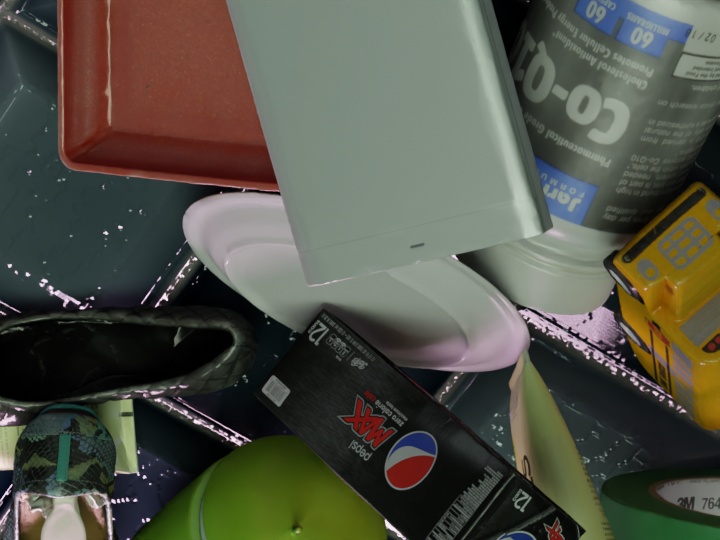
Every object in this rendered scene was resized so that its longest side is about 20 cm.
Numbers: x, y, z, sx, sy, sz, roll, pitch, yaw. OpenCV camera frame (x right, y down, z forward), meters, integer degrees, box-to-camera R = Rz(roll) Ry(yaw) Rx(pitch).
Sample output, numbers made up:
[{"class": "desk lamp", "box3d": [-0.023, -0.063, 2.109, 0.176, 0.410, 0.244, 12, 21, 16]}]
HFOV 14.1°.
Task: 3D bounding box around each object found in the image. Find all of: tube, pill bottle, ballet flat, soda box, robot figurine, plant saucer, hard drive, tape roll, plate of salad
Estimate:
[{"class": "tube", "box3d": [-0.230, 0.088, 1.681, 0.200, 0.052, 0.058, -4, 151, 1]}, {"class": "pill bottle", "box3d": [0.125, -0.083, 1.522, 0.114, 0.114, 0.200, 19, 119, -8]}, {"class": "ballet flat", "box3d": [-0.173, 0.159, 1.670, 0.074, 0.074, 0.200, 3, 141, 1]}, {"class": "soda box", "box3d": [0.028, 0.099, 1.521, 0.063, 0.200, 0.071, -50, 130, 0]}, {"class": "robot figurine", "box3d": [-0.063, 0.168, 1.658, 0.116, 0.175, 0.200, 48, 136, 0]}, {"class": "tube", "box3d": [0.111, 0.145, 1.537, 0.058, 0.052, 0.200, -27, 73, 41]}, {"class": "plant saucer", "box3d": [-0.060, -0.144, 1.491, 0.200, 0.037, 0.200, 6, 105, 21]}, {"class": "ballet flat", "box3d": [-0.158, 0.046, 1.635, 0.200, 0.066, 0.057, -9, 164, 1]}, {"class": "hard drive", "box3d": [0.007, -0.102, 1.440, 0.132, 0.026, 0.200, -13, 98, 24]}, {"class": "tape roll", "box3d": [0.230, 0.150, 1.602, 0.200, 0.200, 0.048, 4, 96, 1]}, {"class": "plate of salad", "box3d": [0.000, 0.000, 1.574, 0.200, 0.048, 0.200, 18, 159, 7]}]

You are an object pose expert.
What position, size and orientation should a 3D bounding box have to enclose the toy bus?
[{"class": "toy bus", "box3d": [0.181, 0.021, 1.539, 0.065, 0.200, 0.078, -40, 73, -5]}]
